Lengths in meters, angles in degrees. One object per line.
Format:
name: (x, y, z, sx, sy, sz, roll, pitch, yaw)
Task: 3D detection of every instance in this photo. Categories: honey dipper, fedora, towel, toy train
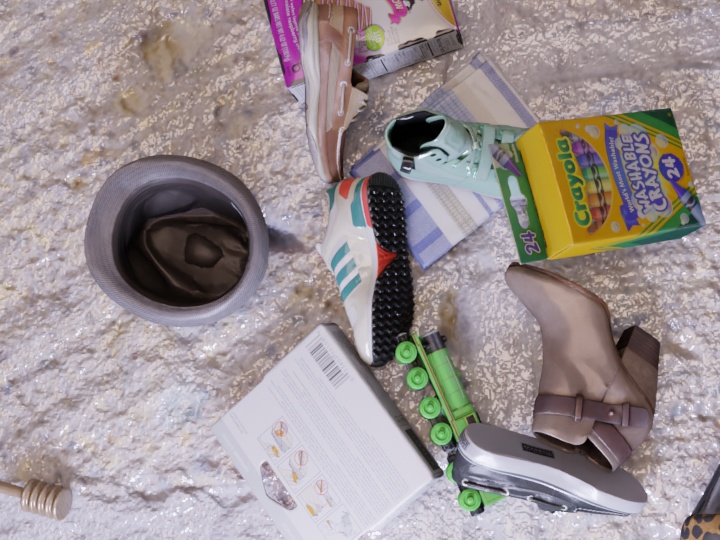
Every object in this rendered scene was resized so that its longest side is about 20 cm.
honey dipper: (-0.413, 0.236, 1.393, 0.197, 0.038, 0.039, 12, 83, 18)
fedora: (-0.189, -0.028, 1.355, 0.196, 0.090, 0.180, 10, 85, 7)
towel: (0.102, -0.118, 1.342, 0.199, 0.024, 0.148, -40, 77, 6)
toy train: (0.093, 0.152, 1.285, 0.056, 0.042, 0.203, -23, 82, -3)

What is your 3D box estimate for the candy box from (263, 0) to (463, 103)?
candy box: (0.000, -0.283, 1.370, 0.197, 0.061, 0.139, -18, 78, 9)

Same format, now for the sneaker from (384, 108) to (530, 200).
sneaker: (0.119, -0.119, 1.266, 0.197, 0.118, 0.075, 3, 83, 11)

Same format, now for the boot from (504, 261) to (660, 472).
boot: (0.206, 0.099, 1.244, 0.198, 0.070, 0.148, 28, 70, 5)

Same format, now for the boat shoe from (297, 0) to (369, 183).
boat shoe: (-0.024, -0.183, 1.312, 0.070, 0.076, 0.203, -5, 125, -1)

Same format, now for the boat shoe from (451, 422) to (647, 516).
boat shoe: (0.184, 0.207, 1.240, 0.197, 0.069, 0.057, 19, 115, -4)

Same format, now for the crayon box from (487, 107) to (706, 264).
crayon box: (0.235, -0.085, 1.239, 0.197, 0.052, 0.128, -9, 77, -24)

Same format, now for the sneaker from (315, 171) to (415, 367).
sneaker: (0.000, 0.000, 1.331, 0.092, 0.070, 0.204, -1, 93, 43)

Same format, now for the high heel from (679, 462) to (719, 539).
high heel: (0.400, 0.258, 1.155, 0.198, 0.071, 0.144, 26, 82, 31)

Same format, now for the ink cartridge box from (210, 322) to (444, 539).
ink cartridge box: (-0.037, 0.187, 1.312, 0.173, 0.043, 0.201, -42, 74, 15)
